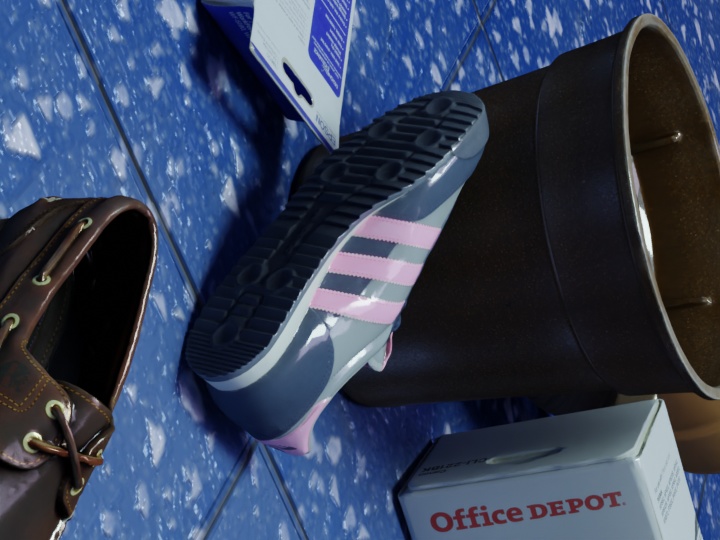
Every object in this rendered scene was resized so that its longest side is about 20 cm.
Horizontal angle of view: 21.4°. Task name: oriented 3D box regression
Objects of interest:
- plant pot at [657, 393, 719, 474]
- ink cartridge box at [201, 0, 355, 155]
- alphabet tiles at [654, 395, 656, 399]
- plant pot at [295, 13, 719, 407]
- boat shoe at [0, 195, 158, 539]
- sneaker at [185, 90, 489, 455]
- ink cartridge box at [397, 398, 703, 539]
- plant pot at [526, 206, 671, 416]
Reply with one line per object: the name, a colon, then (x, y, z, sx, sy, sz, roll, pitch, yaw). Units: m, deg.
plant pot: (0.257, 0.029, 1.420, 0.140, 0.199, 0.201, 45, 38, -26)
ink cartridge box: (-0.039, -0.158, 1.011, 0.100, 0.039, 0.201, 53, 33, -45)
alphabet tiles: (0.159, 0.044, 1.241, 0.200, 0.014, 0.197, -117, -149, -71)
plant pot: (0.082, -0.014, 1.019, 0.200, 0.197, 0.202, 41, 43, -54)
boat shoe: (-0.123, 0.051, 0.695, 0.071, 0.070, 0.201, 54, 35, -45)
sneaker: (0.000, 0.000, 0.922, 0.200, 0.070, 0.082, -47, 129, -20)
ink cartridge box: (0.123, 0.186, 1.087, 0.084, 0.143, 0.201, -50, 125, -62)
plant pot: (0.120, 0.003, 1.178, 0.201, 0.092, 0.203, -176, -90, -81)
